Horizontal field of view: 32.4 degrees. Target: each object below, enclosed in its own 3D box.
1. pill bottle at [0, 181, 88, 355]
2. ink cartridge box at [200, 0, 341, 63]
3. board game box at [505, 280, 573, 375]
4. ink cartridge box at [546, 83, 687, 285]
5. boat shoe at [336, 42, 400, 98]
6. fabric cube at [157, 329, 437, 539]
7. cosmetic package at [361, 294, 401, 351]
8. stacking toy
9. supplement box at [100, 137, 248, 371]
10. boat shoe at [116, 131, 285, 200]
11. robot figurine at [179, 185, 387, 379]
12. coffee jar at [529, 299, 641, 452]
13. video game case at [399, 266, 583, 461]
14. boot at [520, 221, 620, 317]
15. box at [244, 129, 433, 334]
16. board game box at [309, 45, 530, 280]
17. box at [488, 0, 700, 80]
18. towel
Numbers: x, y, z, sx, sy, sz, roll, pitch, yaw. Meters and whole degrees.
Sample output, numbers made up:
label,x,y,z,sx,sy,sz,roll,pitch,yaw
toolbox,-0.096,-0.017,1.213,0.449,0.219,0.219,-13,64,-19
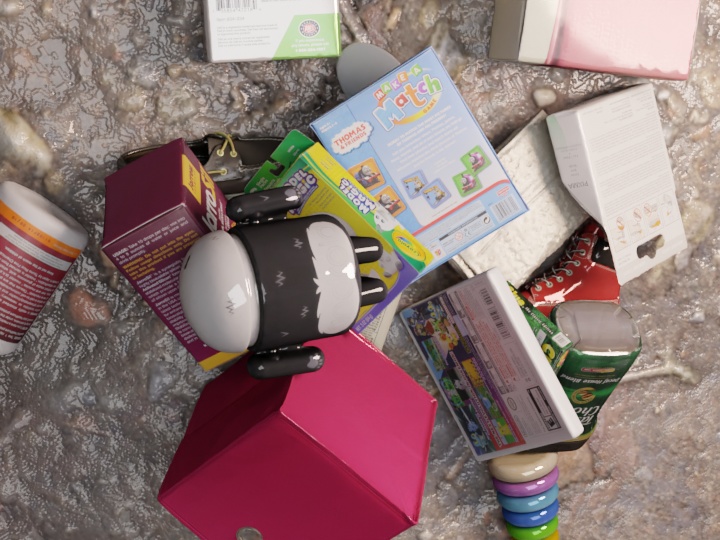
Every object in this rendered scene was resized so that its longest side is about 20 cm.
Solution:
label,x,y,z,sx,sy,sz,roll,pitch,yaw
pill bottle,-0.389,0.015,1.322,0.113,0.113,0.200,34,92,-13
ink cartridge box,-0.101,-0.327,1.327,0.145,0.084,0.201,-4,101,-9
board game box,0.165,0.112,1.392,0.023,0.200,0.105,-25,61,-33
ink cartridge box,0.295,-0.099,1.407,0.161,0.050,0.201,-23,103,-43
boat shoe,0.055,-0.171,1.388,0.202,0.086,0.075,42,88,16
fabric cube,-0.061,0.194,1.327,0.196,0.200,0.199,43,122,-17
cosmetic package,0.000,0.000,1.387,0.103,0.073,0.201,19,106,-3
stacking toy,0.212,0.309,1.498,0.085,0.085,0.201,-15,107,-7
supplement box,-0.176,-0.016,1.305,0.103,0.131,0.200,-26,127,12
boat shoe,-0.164,-0.116,1.352,0.200,0.072,0.061,-13,132,-6
robot figurine,-0.077,0.012,1.203,0.199,0.125,0.151,-10,58,-23
coffee jar,0.239,0.127,1.418,0.104,0.086,0.201,1,138,-14
video game case,0.142,0.109,1.383,0.023,0.182,0.201,-28,90,-34
boot,0.219,0.009,1.450,0.199,0.072,0.145,7,98,-19
box,-0.033,-0.042,1.300,0.200,0.048,0.117,45,126,2
board game box,0.062,-0.110,1.302,0.151,0.037,0.201,-31,101,8
box,0.257,-0.276,1.375,0.199,0.128,0.110,5,100,-10
towel,0.176,-0.068,1.400,0.200,0.034,0.133,-43,99,-9
